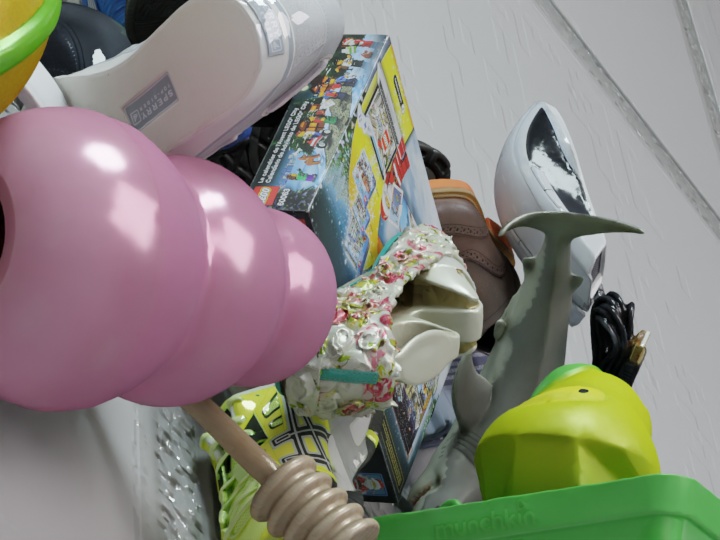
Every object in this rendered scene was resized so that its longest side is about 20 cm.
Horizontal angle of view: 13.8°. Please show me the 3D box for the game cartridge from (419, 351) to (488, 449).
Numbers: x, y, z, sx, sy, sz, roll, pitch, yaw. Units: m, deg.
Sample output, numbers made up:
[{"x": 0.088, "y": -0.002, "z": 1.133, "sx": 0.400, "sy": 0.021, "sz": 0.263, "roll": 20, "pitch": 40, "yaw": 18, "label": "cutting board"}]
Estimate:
[{"x": 0.033, "y": 0.037, "z": 1.735, "sx": 0.133, "sy": 0.041, "sz": 0.200, "roll": 66, "pitch": 18, "yaw": 8, "label": "game cartridge"}]

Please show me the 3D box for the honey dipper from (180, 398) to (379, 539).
[{"x": -0.072, "y": 0.057, "z": 1.310, "sx": 0.200, "sy": 0.038, "sz": 0.038, "roll": 44, "pitch": 12, "yaw": 20, "label": "honey dipper"}]

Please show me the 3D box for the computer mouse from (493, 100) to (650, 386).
[{"x": 0.110, "y": -0.006, "z": 1.684, "sx": 0.110, "sy": 0.044, "sz": 0.200, "roll": 99, "pitch": -23, "yaw": -53, "label": "computer mouse"}]

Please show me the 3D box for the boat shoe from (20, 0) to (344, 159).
[{"x": -0.082, "y": -0.076, "z": 1.318, "sx": 0.069, "sy": 0.200, "sz": 0.072, "roll": -14, "pitch": 74, "yaw": -42, "label": "boat shoe"}]

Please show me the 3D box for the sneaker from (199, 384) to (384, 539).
[{"x": -0.044, "y": 0.102, "z": 1.385, "sx": 0.076, "sy": 0.075, "sz": 0.200, "roll": 35, "pitch": 20, "yaw": -10, "label": "sneaker"}]

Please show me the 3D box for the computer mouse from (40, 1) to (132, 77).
[{"x": -0.112, "y": -0.055, "z": 1.447, "sx": 0.138, "sy": 0.053, "sz": 0.200, "roll": 31, "pitch": 33, "yaw": -56, "label": "computer mouse"}]

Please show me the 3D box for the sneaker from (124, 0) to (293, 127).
[{"x": -0.061, "y": -0.156, "z": 1.456, "sx": 0.200, "sy": 0.084, "sz": 0.121, "roll": 61, "pitch": 31, "yaw": -72, "label": "sneaker"}]

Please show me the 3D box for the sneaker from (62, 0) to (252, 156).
[{"x": -0.109, "y": -0.150, "z": 1.543, "sx": 0.200, "sy": 0.089, "sz": 0.079, "roll": 59, "pitch": 14, "yaw": -7, "label": "sneaker"}]

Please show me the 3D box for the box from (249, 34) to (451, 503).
[{"x": 0.000, "y": 0.000, "z": 1.508, "sx": 0.137, "sy": 0.038, "sz": 0.200, "roll": -66, "pitch": 150, "yaw": -43, "label": "box"}]

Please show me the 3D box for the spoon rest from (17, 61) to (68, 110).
[{"x": -0.180, "y": -0.100, "z": 1.315, "sx": 0.200, "sy": 0.061, "sz": 0.099, "roll": 61, "pitch": 17, "yaw": 1, "label": "spoon rest"}]

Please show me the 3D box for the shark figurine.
[{"x": 0.103, "y": 0.054, "z": 1.608, "sx": 0.089, "sy": 0.215, "sz": 0.128, "roll": 26, "pitch": 19, "yaw": 13, "label": "shark figurine"}]

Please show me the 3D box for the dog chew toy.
[{"x": -0.089, "y": 0.002, "z": 1.247, "sx": 0.200, "sy": 0.125, "sz": 0.125, "roll": 11, "pitch": 49, "yaw": -45, "label": "dog chew toy"}]

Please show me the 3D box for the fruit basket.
[{"x": 0.094, "y": 0.124, "z": 1.460, "sx": 0.156, "sy": 0.216, "sz": 0.216, "roll": 37, "pitch": 29, "yaw": -54, "label": "fruit basket"}]

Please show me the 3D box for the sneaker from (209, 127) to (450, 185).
[{"x": -0.041, "y": -0.079, "z": 1.673, "sx": 0.200, "sy": 0.076, "sz": 0.091, "roll": 29, "pitch": 7, "yaw": -44, "label": "sneaker"}]

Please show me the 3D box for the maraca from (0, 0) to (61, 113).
[{"x": -0.192, "y": -0.090, "z": 1.169, "sx": 0.200, "sy": 0.137, "sz": 0.107, "roll": -71, "pitch": 157, "yaw": -59, "label": "maraca"}]

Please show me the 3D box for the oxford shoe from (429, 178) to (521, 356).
[{"x": 0.049, "y": 0.001, "z": 1.666, "sx": 0.200, "sy": 0.071, "sz": 0.073, "roll": 25, "pitch": 42, "yaw": -63, "label": "oxford shoe"}]

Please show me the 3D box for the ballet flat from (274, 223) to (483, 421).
[{"x": 0.022, "y": 0.029, "z": 1.428, "sx": 0.200, "sy": 0.064, "sz": 0.076, "roll": -40, "pitch": 135, "yaw": -62, "label": "ballet flat"}]
